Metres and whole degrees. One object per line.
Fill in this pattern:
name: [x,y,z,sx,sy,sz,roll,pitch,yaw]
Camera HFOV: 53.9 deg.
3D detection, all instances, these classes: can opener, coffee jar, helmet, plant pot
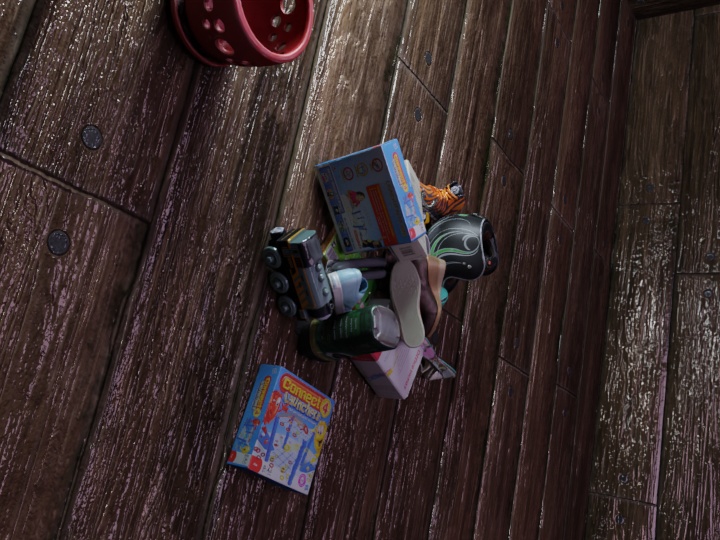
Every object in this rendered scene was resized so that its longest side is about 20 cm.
can opener: [0.000,0.000,1.549,0.198,0.066,0.054,-5,96,-48]
coffee jar: [-0.026,0.132,1.446,0.104,0.198,0.087,26,56,-51]
helmet: [0.250,-0.044,1.846,0.199,0.188,0.204,26,60,-58]
plant pot: [-0.205,-0.440,1.195,0.199,0.180,0.204,1,89,-55]

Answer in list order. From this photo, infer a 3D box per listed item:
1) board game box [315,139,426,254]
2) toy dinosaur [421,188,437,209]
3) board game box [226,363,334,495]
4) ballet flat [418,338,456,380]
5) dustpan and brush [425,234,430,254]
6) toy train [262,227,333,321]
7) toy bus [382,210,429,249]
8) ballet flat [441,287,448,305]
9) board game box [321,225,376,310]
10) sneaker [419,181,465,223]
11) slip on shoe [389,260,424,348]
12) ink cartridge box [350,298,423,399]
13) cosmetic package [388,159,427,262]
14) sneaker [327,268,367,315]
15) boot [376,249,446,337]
board game box: [0.019,-0.147,1.468,0.056,0.194,0.203,-30,105,-45]
toy dinosaur: [0.130,-0.165,1.703,0.087,0.201,0.048,-13,143,-22]
board game box: [-0.149,0.315,1.392,0.200,0.055,0.199,42,57,-47]
ballet flat: [0.183,0.245,1.869,0.072,0.069,0.200,-54,130,-15]
dustpan and brush: [0.129,0.016,1.775,0.139,0.057,0.201,-41,154,-24]
toy train: [-0.117,0.010,1.385,0.085,0.113,0.203,-39,121,-47]
toy bus: [0.096,-0.102,1.731,0.199,0.064,0.080,-13,101,-54]
ballet flat: [0.134,0.098,1.775,0.198,0.068,0.071,-17,147,-30]
board game box: [-0.027,0.002,1.590,0.201,0.030,0.096,58,47,-34]
sneaker: [0.202,-0.201,1.830,0.200,0.111,0.078,34,30,-57]
slip on shoe: [0.107,0.076,1.621,0.061,0.073,0.204,91,-10,-85]
ink cartridge box: [0.056,0.185,1.660,0.201,0.085,0.149,59,45,-37]
cosmetic package: [0.097,-0.133,1.597,0.105,0.070,0.203,51,31,-57]
sneaker: [-0.021,0.053,1.483,0.200,0.081,0.075,90,-15,-72]
boot: [0.112,0.054,1.688,0.164,0.072,0.204,6,97,-18]
